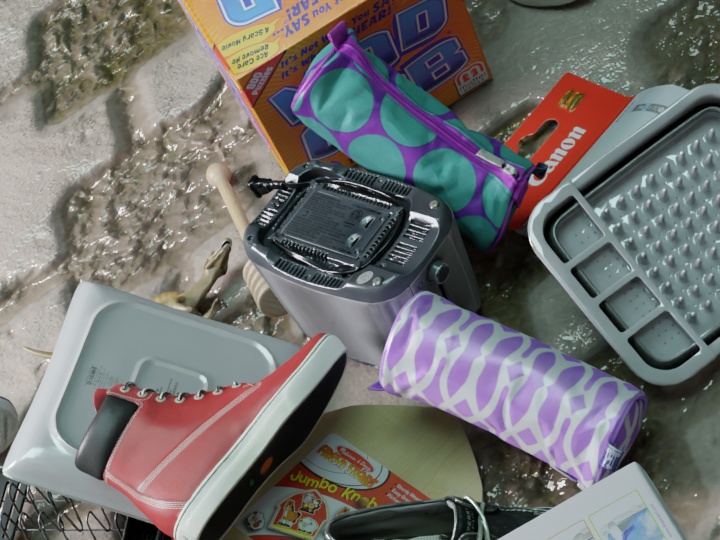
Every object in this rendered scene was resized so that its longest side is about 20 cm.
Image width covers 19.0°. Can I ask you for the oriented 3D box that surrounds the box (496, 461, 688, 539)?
[{"bbox_3d":[0.130,0.236,1.405,0.200,0.113,0.101,-29,45,1],"label":"box"}]

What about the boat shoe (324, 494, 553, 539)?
[{"bbox_3d":[0.071,0.192,1.488,0.199,0.071,0.072,-9,48,2],"label":"boat shoe"}]

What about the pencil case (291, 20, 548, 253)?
[{"bbox_3d":[0.043,-0.103,1.677,0.200,0.092,0.085,36,55,1],"label":"pencil case"}]

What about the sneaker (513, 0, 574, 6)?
[{"bbox_3d":[0.125,-0.311,1.906,0.077,0.111,0.200,-42,45,-13],"label":"sneaker"}]

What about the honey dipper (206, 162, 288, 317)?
[{"bbox_3d":[-0.099,-0.033,1.829,0.038,0.038,0.200,-30,41,0],"label":"honey dipper"}]

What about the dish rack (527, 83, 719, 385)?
[{"bbox_3d":[0.243,-0.024,1.594,0.200,0.044,0.172,-37,74,-7],"label":"dish rack"}]

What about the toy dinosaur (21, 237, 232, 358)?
[{"bbox_3d":[-0.179,0.052,1.794,0.200,0.058,0.101,-30,28,-1],"label":"toy dinosaur"}]

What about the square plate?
[{"bbox_3d":[-0.151,0.104,1.658,0.198,0.028,0.200,18,50,-1],"label":"square plate"}]

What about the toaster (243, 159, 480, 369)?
[{"bbox_3d":[0.000,0.000,1.677,0.200,0.129,0.114,17,60,37],"label":"toaster"}]

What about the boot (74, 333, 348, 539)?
[{"bbox_3d":[-0.114,0.096,1.596,0.144,0.072,0.200,33,63,21],"label":"boot"}]

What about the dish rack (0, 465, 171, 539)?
[{"bbox_3d":[-0.235,0.201,1.664,0.199,0.055,0.154,-3,49,16],"label":"dish rack"}]

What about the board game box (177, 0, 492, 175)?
[{"bbox_3d":[-0.038,-0.229,1.822,0.200,0.200,0.200,-32,60,-2],"label":"board game box"}]

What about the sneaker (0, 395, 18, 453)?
[{"bbox_3d":[-0.380,0.122,1.812,0.200,0.073,0.114,-19,42,12],"label":"sneaker"}]

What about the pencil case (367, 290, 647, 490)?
[{"bbox_3d":[0.109,0.088,1.543,0.200,0.086,0.084,27,22,20],"label":"pencil case"}]

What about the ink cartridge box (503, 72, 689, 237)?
[{"bbox_3d":[0.188,-0.089,1.717,0.200,0.047,0.160,27,67,39],"label":"ink cartridge box"}]

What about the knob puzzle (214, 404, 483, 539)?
[{"bbox_3d":[0.004,0.177,1.583,0.219,0.030,0.220,-6,48,6],"label":"knob puzzle"}]
